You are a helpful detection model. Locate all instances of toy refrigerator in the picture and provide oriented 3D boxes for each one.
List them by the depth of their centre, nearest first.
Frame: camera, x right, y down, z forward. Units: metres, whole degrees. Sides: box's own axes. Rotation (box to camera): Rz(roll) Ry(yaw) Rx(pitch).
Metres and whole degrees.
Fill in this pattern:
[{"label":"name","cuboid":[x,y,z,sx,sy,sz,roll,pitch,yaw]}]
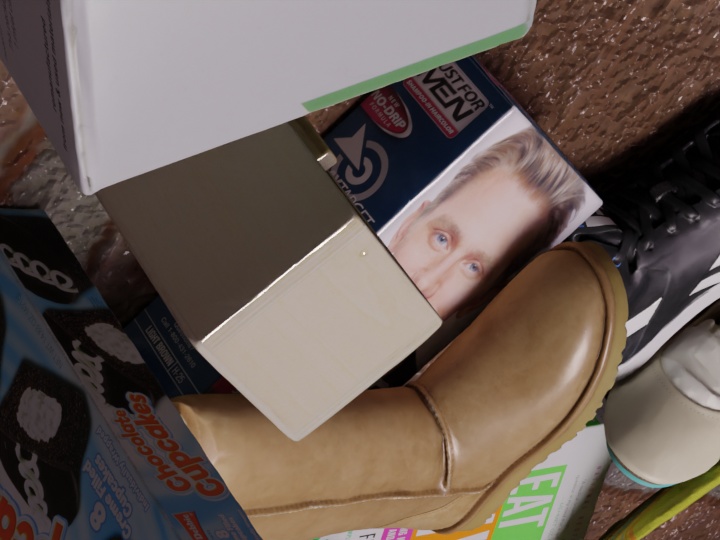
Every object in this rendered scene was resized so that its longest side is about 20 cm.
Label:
[{"label":"toy refrigerator","cuboid":[-0.056,-0.046,0.680,0.070,0.200,0.076,-38,143,2]}]

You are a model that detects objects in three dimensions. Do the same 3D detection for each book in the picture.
[{"label":"book","cuboid":[0.032,0.131,1.076,0.199,0.048,0.134,-7,133,-29]}]

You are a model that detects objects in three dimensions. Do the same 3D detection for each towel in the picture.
[{"label":"towel","cuboid":[0.180,0.112,1.066,0.200,0.018,0.086,-45,173,40]}]

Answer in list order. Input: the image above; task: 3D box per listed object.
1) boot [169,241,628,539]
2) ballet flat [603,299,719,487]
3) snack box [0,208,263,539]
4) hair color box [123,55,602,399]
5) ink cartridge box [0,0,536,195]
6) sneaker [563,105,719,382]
[{"label":"boot","cuboid":[0.001,0.061,0.852,0.199,0.066,0.176,0,130,-40]},{"label":"ballet flat","cuboid":[0.186,0.045,1.051,0.200,0.069,0.070,-33,154,-54]},{"label":"snack box","cuboid":[-0.112,0.084,0.772,0.037,0.200,0.117,-2,131,-40]},{"label":"hair color box","cuboid":[0.000,0.000,0.891,0.200,0.061,0.100,-43,143,7]},{"label":"ink cartridge box","cuboid":[-0.057,-0.135,0.586,0.145,0.200,0.088,-22,144,-20]},{"label":"sneaker","cuboid":[0.143,-0.027,0.967,0.200,0.073,0.112,-48,143,16]}]
